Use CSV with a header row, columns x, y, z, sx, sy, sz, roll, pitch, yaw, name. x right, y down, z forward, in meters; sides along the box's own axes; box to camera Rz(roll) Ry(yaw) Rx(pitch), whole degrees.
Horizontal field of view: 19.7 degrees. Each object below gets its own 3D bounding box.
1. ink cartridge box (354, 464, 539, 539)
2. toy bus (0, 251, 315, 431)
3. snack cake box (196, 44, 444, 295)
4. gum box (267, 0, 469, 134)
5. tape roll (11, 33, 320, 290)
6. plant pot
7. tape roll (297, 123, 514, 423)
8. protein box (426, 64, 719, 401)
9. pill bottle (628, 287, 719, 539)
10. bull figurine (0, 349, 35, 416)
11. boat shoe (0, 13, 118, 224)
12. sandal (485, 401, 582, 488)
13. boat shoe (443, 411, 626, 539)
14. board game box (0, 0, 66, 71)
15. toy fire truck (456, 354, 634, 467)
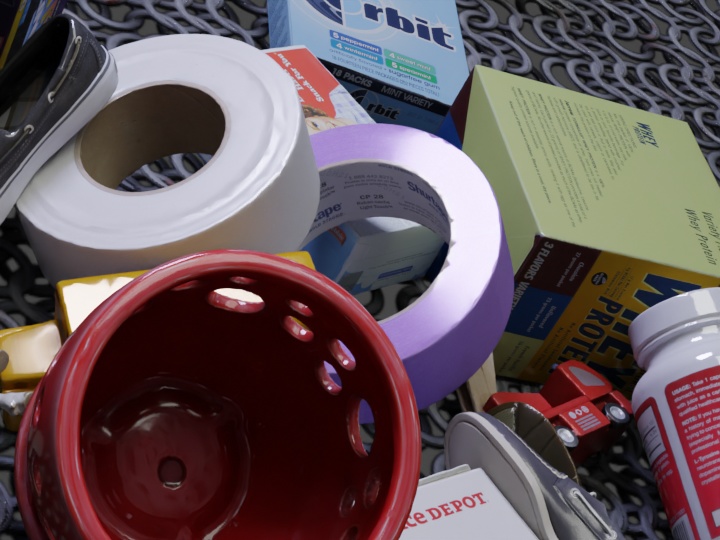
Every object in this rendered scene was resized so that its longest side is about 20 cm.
x,y,z,sx,sy,sz,roll,pitch,yaw,name
0.065,0.227,1.228,0.146,0.083,0.200,-11,53,-45,ink cartridge box
-0.124,0.043,1.271,0.199,0.079,0.065,-7,50,-15,toy bus
-0.036,-0.076,1.543,0.115,0.067,0.200,-14,55,-44,snack cake box
0.005,-0.202,1.750,0.169,0.045,0.201,17,38,-20,gum box
-0.130,-0.064,1.363,0.201,0.071,0.203,-7,48,8,tape roll
-0.087,0.100,1.136,0.199,0.182,0.202,3,81,-19,plant pot
0.000,0.000,1.380,0.199,0.066,0.201,-6,55,9,tape roll
0.165,-0.023,1.571,0.199,0.135,0.199,12,38,-25,protein box
0.254,0.120,1.441,0.112,0.112,0.201,3,61,-35,pill bottle
-0.262,0.061,1.185,0.121,0.066,0.200,13,30,35,bull figurine
-0.235,-0.083,1.312,0.200,0.066,0.070,-46,46,-15,boat shoe
0.128,0.182,1.349,0.201,0.081,0.055,57,0,15,sandal
0.127,0.168,1.305,0.062,0.073,0.200,-18,62,-41,boat shoe
-0.239,-0.180,1.397,0.056,0.201,0.166,27,35,-1,board game box
0.088,0.090,1.447,0.141,0.049,0.199,47,37,21,toy fire truck
